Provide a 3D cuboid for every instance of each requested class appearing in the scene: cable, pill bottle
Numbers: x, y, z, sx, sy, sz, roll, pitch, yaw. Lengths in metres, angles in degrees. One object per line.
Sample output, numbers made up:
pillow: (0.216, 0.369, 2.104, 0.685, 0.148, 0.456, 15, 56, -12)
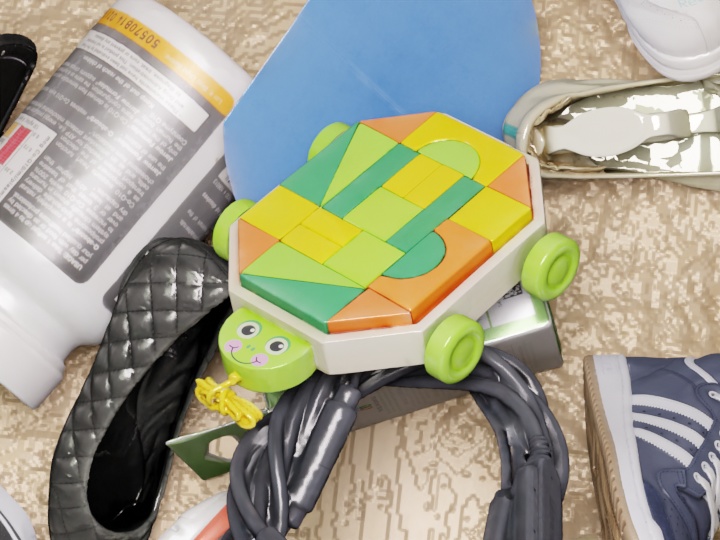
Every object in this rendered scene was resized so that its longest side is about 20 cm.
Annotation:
cable: (0.015, 0.108, 1.387, 0.163, 0.051, 0.200, -9, 49, 12)
pill bottle: (-0.139, -0.034, 1.531, 0.116, 0.116, 0.200, 39, 84, 13)

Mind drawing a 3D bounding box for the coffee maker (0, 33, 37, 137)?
coffee maker: (-0.302, -0.096, 1.556, 0.200, 0.135, 0.192, 35, 85, 13)

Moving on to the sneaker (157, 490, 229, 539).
sneaker: (-0.110, 0.204, 1.498, 0.082, 0.077, 0.200, 43, 86, 6)

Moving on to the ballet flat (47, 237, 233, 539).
ballet flat: (-0.111, 0.079, 1.500, 0.057, 0.066, 0.200, 31, 112, 38)

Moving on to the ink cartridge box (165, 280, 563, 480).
ink cartridge box: (-0.002, 0.041, 1.505, 0.200, 0.104, 0.059, -18, 76, 3)

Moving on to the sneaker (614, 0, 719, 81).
sneaker: (0.124, -0.187, 1.533, 0.075, 0.088, 0.200, -39, 57, -8)

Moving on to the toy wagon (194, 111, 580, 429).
toy wagon: (0.000, 0.000, 1.424, 0.155, 0.040, 0.200, 28, 55, 35)

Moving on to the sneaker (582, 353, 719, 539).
sneaker: (0.169, 0.098, 1.445, 0.108, 0.200, 0.070, -3, 119, 0)

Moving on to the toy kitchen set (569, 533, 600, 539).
toy kitchen set: (0.200, 0.233, 1.466, 0.200, 0.180, 0.163, 33, 126, 42)

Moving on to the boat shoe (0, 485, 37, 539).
boat shoe: (-0.258, 0.102, 1.520, 0.199, 0.068, 0.074, 45, 115, 1)

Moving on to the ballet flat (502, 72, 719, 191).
ballet flat: (0.172, -0.073, 1.531, 0.200, 0.069, 0.069, -5, 77, 6)

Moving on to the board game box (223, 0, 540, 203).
board game box: (0.005, -0.092, 1.535, 0.039, 0.158, 0.200, 27, 80, 49)
